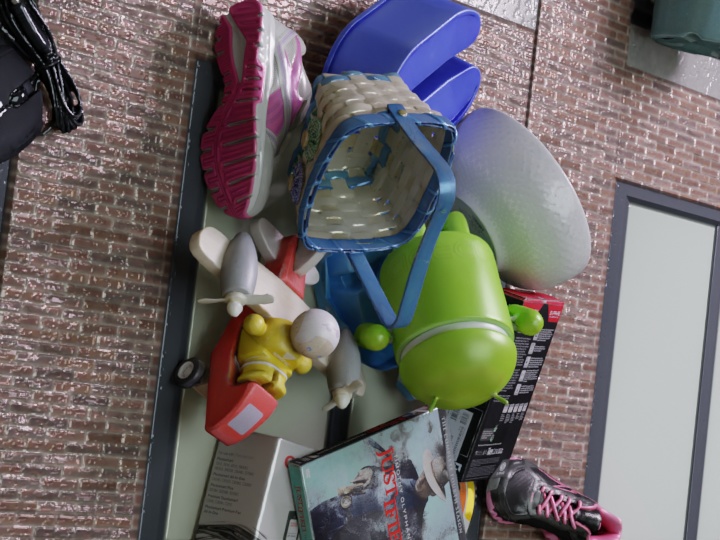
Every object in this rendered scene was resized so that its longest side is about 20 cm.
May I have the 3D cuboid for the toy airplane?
[{"bbox_3d":[-0.069,0.046,1.554,0.200,0.141,0.200,-15,103,-45],"label":"toy airplane"}]

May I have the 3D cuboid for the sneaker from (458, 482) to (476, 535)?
[{"bbox_3d":[0.062,0.298,1.759,0.090,0.070,0.201,16,76,-39],"label":"sneaker"}]

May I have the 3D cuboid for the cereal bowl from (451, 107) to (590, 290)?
[{"bbox_3d":[0.141,-0.061,1.737,0.083,0.200,0.201,-33,116,-18],"label":"cereal bowl"}]

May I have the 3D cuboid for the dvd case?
[{"bbox_3d":[0.020,0.223,1.617,0.200,0.022,0.147,-18,103,-44],"label":"dvd case"}]

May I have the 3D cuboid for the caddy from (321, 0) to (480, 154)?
[{"bbox_3d":[0.034,-0.197,1.678,0.200,0.105,0.142,-42,143,-38],"label":"caddy"}]

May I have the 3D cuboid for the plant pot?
[{"bbox_3d":[0.440,-0.360,2.034,0.200,0.200,0.197,9,94,-45],"label":"plant pot"}]

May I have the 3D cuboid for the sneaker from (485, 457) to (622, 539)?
[{"bbox_3d":[0.222,0.266,1.898,0.200,0.095,0.079,30,73,-41],"label":"sneaker"}]

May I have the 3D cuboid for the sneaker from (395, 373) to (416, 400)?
[{"bbox_3d":[0.099,0.075,1.793,0.072,0.072,0.200,53,38,1],"label":"sneaker"}]

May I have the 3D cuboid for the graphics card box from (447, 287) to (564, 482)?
[{"bbox_3d":[0.140,0.117,1.750,0.125,0.051,0.201,5,103,-65],"label":"graphics card box"}]

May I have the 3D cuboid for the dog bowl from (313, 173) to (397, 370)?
[{"bbox_3d":[0.000,0.000,1.688,0.111,0.049,0.201,-27,112,-41],"label":"dog bowl"}]

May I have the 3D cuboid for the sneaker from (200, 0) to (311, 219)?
[{"bbox_3d":[-0.087,-0.144,1.569,0.088,0.081,0.201,12,84,-44],"label":"sneaker"}]

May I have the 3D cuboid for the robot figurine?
[{"bbox_3d":[0.083,0.044,1.622,0.175,0.116,0.201,-5,58,-11],"label":"robot figurine"}]

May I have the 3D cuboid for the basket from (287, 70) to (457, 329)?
[{"bbox_3d":[0.016,-0.070,1.525,0.139,0.200,0.177,-7,134,-31],"label":"basket"}]

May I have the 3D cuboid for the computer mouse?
[{"bbox_3d":[-0.305,-0.134,1.366,0.200,0.053,0.139,-42,121,-36],"label":"computer mouse"}]

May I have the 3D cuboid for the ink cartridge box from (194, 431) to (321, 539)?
[{"bbox_3d":[-0.078,0.263,1.596,0.146,0.084,0.201,23,76,-43],"label":"ink cartridge box"}]
